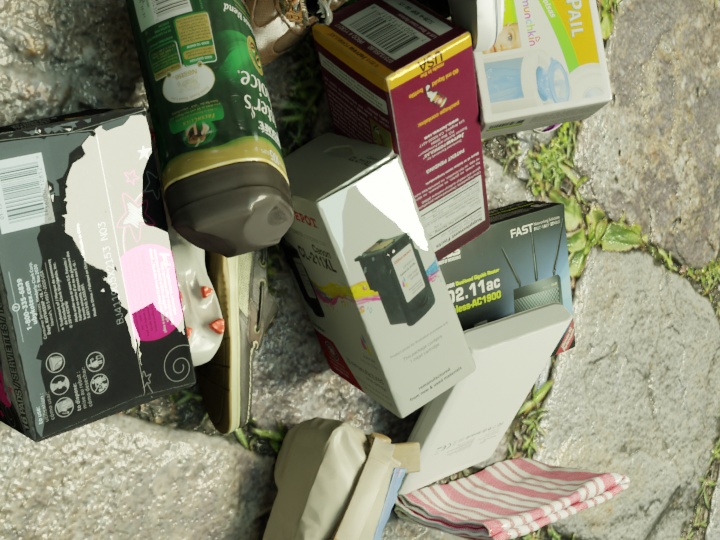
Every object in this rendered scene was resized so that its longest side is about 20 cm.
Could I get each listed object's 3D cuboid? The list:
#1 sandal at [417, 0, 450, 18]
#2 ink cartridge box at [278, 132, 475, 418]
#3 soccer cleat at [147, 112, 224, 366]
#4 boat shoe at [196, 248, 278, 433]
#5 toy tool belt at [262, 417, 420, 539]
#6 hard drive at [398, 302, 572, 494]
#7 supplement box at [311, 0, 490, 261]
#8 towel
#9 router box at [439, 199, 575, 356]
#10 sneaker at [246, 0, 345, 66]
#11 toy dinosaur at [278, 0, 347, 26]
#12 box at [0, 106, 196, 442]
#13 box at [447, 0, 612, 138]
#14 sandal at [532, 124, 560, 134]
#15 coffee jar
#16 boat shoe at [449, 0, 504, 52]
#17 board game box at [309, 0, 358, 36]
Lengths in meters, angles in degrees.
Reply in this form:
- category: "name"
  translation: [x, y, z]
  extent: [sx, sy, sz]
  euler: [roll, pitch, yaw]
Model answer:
- category: "sandal"
  translation: [0.036, -0.320, 0.984]
  extent: [0.075, 0.045, 0.203]
  euler: [-28, 108, -41]
- category: "ink cartridge box"
  translation: [0.000, 0.000, 0.928]
  extent: [0.082, 0.145, 0.203]
  euler: [-30, 113, -18]
- category: "soccer cleat"
  translation: [-0.150, -0.024, 0.866]
  extent: [0.068, 0.077, 0.204]
  euler: [-5, 79, -28]
- category: "boat shoe"
  translation: [-0.097, 0.031, 0.905]
  extent: [0.064, 0.073, 0.204]
  euler: [-4, 98, -32]
- category: "toy tool belt"
  translation: [-0.017, 0.235, 0.964]
  extent: [0.121, 0.124, 0.204]
  euler: [21, 83, -29]
- category: "hard drive"
  translation: [0.110, 0.122, 1.037]
  extent: [0.130, 0.026, 0.202]
  euler: [-15, 140, -37]
- category: "supplement box"
  translation: [0.038, -0.115, 0.924]
  extent: [0.085, 0.110, 0.202]
  euler: [-30, 136, -18]
- category: "towel"
  translation: [0.147, 0.216, 1.076]
  extent: [0.197, 0.145, 0.031]
  euler: [-11, 96, -37]
- category: "router box"
  translation: [0.122, 0.025, 1.085]
  extent: [0.198, 0.062, 0.153]
  euler: [-17, 105, -36]
- category: "sneaker"
  translation: [-0.030, -0.245, 0.893]
  extent: [0.201, 0.075, 0.071]
  euler: [-53, 123, -21]
- category: "toy dinosaur"
  translation: [-0.005, -0.274, 0.829]
  extent: [0.133, 0.102, 0.204]
  euler: [11, 88, 0]
- category: "box"
  translation: [-0.213, -0.004, 0.783]
  extent: [0.131, 0.114, 0.204]
  euler: [-17, 104, -34]
- category: "box"
  translation: [0.133, -0.225, 0.932]
  extent: [0.110, 0.101, 0.204]
  euler: [-10, 89, -1]
- category: "sandal"
  translation: [0.187, -0.168, 1.079]
  extent: [0.202, 0.049, 0.084]
  euler: [-31, 140, -59]
- category: "coffee jar"
  translation: [-0.107, -0.115, 0.799]
  extent: [0.104, 0.084, 0.204]
  euler: [51, 25, -75]
- category: "boat shoe"
  translation: [0.102, -0.271, 0.846]
  extent: [0.064, 0.074, 0.204]
  euler: [-5, 98, -11]
- category: "board game box"
  translation: [-0.029, -0.251, 0.956]
  extent: [0.198, 0.030, 0.097]
  euler: [21, 82, -40]
